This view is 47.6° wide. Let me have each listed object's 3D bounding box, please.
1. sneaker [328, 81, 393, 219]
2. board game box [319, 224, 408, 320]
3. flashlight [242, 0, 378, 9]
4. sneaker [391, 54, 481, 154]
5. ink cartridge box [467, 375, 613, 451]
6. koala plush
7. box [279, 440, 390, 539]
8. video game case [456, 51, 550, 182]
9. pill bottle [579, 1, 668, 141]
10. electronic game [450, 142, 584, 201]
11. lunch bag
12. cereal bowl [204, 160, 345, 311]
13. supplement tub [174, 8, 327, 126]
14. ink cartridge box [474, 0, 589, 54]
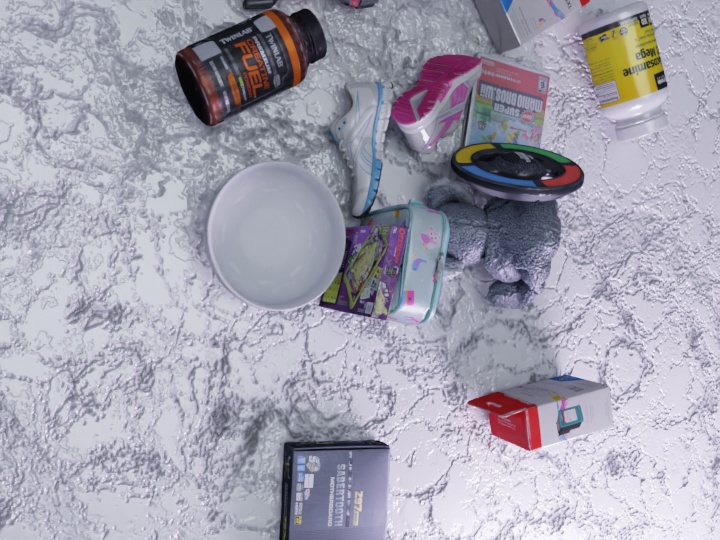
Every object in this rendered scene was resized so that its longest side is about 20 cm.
[{"bbox_3d":[-0.007,-0.178,1.191,0.084,0.075,0.206,7,86,-8],"label":"sneaker"},{"bbox_3d":[0.000,0.000,1.119,0.032,0.199,0.123,11,88,-22],"label":"board game box"},{"bbox_3d":[-0.071,-0.401,1.159,0.195,0.068,0.070,-12,99,-17],"label":"flashlight"},{"bbox_3d":[0.119,-0.252,1.233,0.200,0.080,0.089,-47,142,-27],"label":"sneaker"},{"bbox_3d":[0.278,0.223,1.274,0.195,0.116,0.069,-10,95,-21],"label":"ink cartridge box"},{"bbox_3d":[0.184,-0.052,1.221,0.194,0.184,0.182,10,78,-3],"label":"koala plush"},{"bbox_3d":[-0.038,0.354,1.191,0.154,0.051,0.206,4,89,-23],"label":"box"},{"bbox_3d":[0.230,-0.231,1.306,0.140,0.017,0.206,10,88,-23],"label":"video game case"},{"bbox_3d":[0.438,-0.323,1.338,0.110,0.112,0.205,-22,99,-20],"label":"pill bottle"},{"bbox_3d":[0.229,-0.150,1.198,0.195,0.200,0.043,-6,118,-21],"label":"electronic game"},{"bbox_3d":[0.052,-0.012,1.140,0.075,0.199,0.165,14,84,-23],"label":"lunch bag"},{"bbox_3d":[-0.123,-0.047,1.130,0.195,0.083,0.206,-1,92,-22],"label":"cereal bowl"},{"bbox_3d":[-0.144,-0.283,1.105,0.197,0.107,0.109,-31,102,-18],"label":"supplement tub"},{"bbox_3d":[0.283,-0.446,1.297,0.198,0.067,0.118,-35,103,-18],"label":"ink cartridge box"}]
